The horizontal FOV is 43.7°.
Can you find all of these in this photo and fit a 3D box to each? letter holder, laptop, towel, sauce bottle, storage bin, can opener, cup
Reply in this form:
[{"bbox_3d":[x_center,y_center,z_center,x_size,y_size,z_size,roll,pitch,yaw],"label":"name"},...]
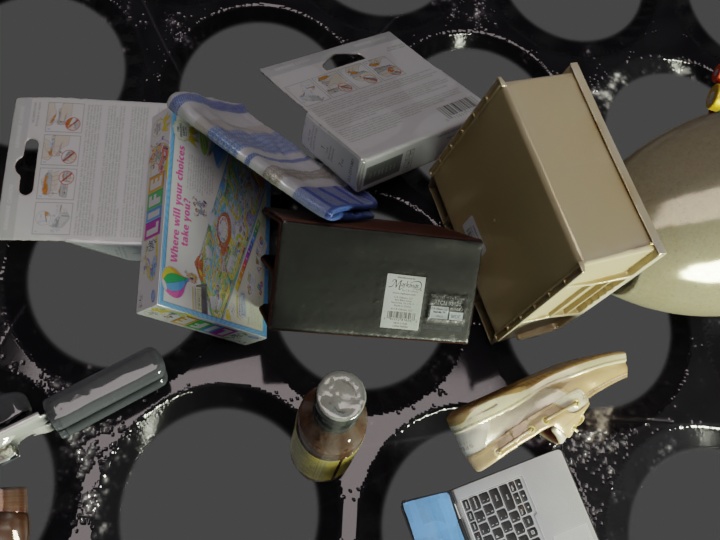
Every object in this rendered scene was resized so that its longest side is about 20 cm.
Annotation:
[{"bbox_3d":[0.000,0.000,0.891,0.196,0.142,0.103,5,99,-16],"label":"letter holder"},{"bbox_3d":[0.147,0.270,0.794,0.196,0.116,0.190,-17,72,-14],"label":"laptop"},{"bbox_3d":[-0.080,-0.110,0.867,0.199,0.147,0.024,36,104,13],"label":"towel"},{"bbox_3d":[-0.025,0.135,0.777,0.063,0.201,0.066,3,66,-8],"label":"sauce bottle"},{"bbox_3d":[0.166,-0.056,0.881,0.092,0.199,0.203,-12,70,-25],"label":"storage bin"},{"bbox_3d":[-0.276,0.121,0.827,0.197,0.053,0.067,-23,73,-16],"label":"can opener"},{"bbox_3d":[0.302,-0.041,0.885,0.141,0.201,0.204,-13,71,-18],"label":"cup"}]

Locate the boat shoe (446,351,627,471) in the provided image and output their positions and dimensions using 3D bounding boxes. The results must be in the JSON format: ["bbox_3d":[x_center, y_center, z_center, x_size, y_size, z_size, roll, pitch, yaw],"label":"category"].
[{"bbox_3d":[0.181,0.137,0.881,0.197,0.074,0.070,-20,84,-14],"label":"boat shoe"}]

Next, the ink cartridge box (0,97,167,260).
[{"bbox_3d":[-0.258,-0.093,0.919,0.195,0.047,0.163,1,69,-5],"label":"ink cartridge box"}]

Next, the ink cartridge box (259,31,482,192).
[{"bbox_3d":[0.015,-0.176,0.959,0.198,0.044,0.173,-25,54,-35],"label":"ink cartridge box"}]

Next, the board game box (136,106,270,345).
[{"bbox_3d":[-0.147,-0.042,0.876,0.133,0.034,0.204,23,59,-45],"label":"board game box"}]

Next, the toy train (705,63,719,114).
[{"bbox_3d":[0.481,-0.159,1.044,0.148,0.056,0.203,-21,76,-17],"label":"toy train"}]

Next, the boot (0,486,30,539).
[{"bbox_3d":[-0.364,0.293,0.746,0.182,0.064,0.204,-4,74,-11],"label":"boot"}]
